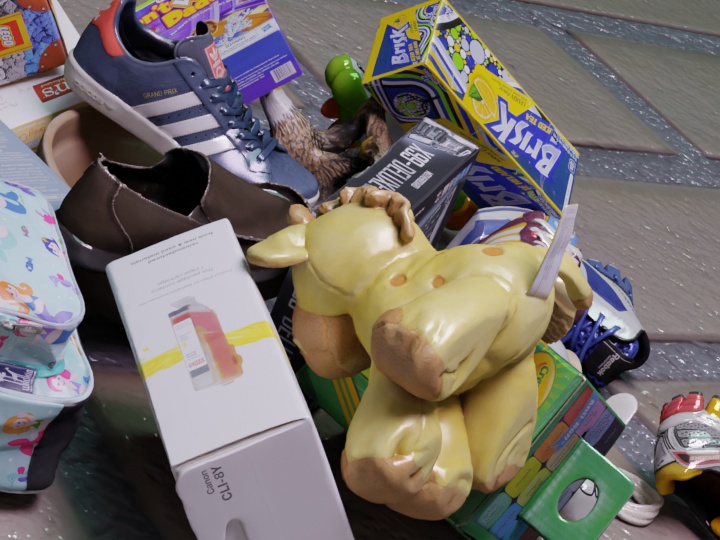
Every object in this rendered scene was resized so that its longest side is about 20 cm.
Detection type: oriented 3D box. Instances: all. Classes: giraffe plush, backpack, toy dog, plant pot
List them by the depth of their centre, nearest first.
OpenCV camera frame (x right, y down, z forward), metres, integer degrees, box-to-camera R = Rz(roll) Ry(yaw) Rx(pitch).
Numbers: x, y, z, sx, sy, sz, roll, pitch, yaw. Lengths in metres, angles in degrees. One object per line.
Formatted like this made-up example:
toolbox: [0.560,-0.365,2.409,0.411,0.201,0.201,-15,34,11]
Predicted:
backpack: [-0.257,0.028,1.148,0.199,0.151,0.178,7,32,-25]
giraffe plush: [0.020,0.024,1.180,0.162,0.201,0.172,26,0,31]
plant pot: [-0.139,-0.021,1.400,0.200,0.093,0.201,21,28,-11]
toy dog: [0.141,0.088,1.449,0.131,0.097,0.200,0,35,-42]

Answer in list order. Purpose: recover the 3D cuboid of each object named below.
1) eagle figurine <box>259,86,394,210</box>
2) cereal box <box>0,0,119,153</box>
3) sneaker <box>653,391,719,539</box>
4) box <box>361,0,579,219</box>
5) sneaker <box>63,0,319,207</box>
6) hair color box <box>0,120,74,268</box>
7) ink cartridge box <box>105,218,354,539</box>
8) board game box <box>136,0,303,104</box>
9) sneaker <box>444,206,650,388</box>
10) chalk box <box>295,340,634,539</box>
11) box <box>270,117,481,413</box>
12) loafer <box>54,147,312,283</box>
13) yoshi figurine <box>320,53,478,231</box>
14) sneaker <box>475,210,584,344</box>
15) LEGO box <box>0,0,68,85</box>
eagle figurine: [-0.071,-0.085,1.555,0.152,0.199,0.152,38,39,-76]
cereal box: [-0.275,-0.146,1.498,0.143,0.040,0.200,-23,43,-14]
sneaker: [0.288,0.175,1.456,0.199,0.078,0.082,33,50,-7]
box: [0.088,-0.115,1.570,0.200,0.064,0.070,43,48,-36]
sneaker: [-0.104,-0.116,1.396,0.199,0.085,0.075,32,25,-4]
hair color box: [-0.267,-0.052,1.334,0.060,0.099,0.200,-8,41,-49]
ink cartridge box: [-0.071,0.090,1.177,0.083,0.146,0.200,-21,38,-4]
board game box: [-0.154,-0.149,1.533,0.045,0.199,0.135,60,2,-37]
sneaker: [0.160,0.029,1.578,0.199,0.081,0.115,24,23,-35]
chalk box: [0.080,0.098,1.295,0.200,0.125,0.124,38,-3,27]
box: [0.000,0.000,1.392,0.050,0.158,0.200,29,30,11]
loafer: [-0.100,-0.038,1.283,0.199,0.072,0.073,-4,41,-45]
yoshi figurine: [0.054,-0.123,1.653,0.112,0.112,0.200,14,-18,42]
sneaker: [0.117,-0.004,1.388,0.075,0.090,0.200,47,-12,-12]
LEGO box: [-0.307,-0.213,1.488,0.148,0.077,0.200,-18,42,-5]
